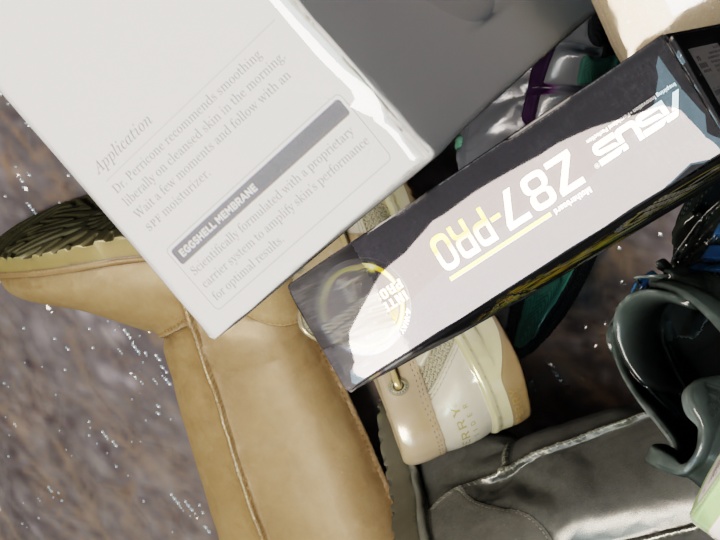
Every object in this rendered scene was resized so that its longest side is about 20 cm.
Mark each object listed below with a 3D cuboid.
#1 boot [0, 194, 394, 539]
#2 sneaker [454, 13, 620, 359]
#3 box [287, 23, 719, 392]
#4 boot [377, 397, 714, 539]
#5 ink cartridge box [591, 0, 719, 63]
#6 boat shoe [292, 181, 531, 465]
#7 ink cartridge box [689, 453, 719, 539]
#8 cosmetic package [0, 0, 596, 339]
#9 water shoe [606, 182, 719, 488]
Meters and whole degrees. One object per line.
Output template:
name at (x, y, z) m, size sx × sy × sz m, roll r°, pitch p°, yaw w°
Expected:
boot at (-0.078, 0.064, 1.122) m, size 0.174 × 0.066 × 0.201 m, roll -3°, pitch 114°, yaw 35°
sneaker at (0.064, -0.065, 1.011) m, size 0.087 × 0.074 × 0.201 m, roll 22°, pitch 108°, yaw 28°
box at (0.081, -0.031, 0.855) m, size 0.161 × 0.200 × 0.049 m, roll -31°, pitch 87°, yaw 23°
boot at (0.110, 0.067, 0.976) m, size 0.199 × 0.182 × 0.073 m, roll -28°, pitch 121°, yaw 11°
ink cartridge box at (0.158, -0.189, 0.876) m, size 0.199 × 0.075 × 0.165 m, roll -25°, pitch 91°, yaw 21°
boat shoe at (0.000, 0.000, 1.004) m, size 0.200 × 0.065 × 0.072 m, roll 57°, pitch 170°, yaw 39°
ink cartridge box at (0.220, 0.074, 0.725) m, size 0.200 × 0.048 × 0.146 m, roll 34°, pitch 121°, yaw 7°
cosmetic package at (-0.041, -0.115, 0.883) m, size 0.123 × 0.199 × 0.200 m, roll -39°, pitch 92°, yaw 32°
water shoe at (0.133, 0.012, 0.891) m, size 0.079 × 0.200 × 0.072 m, roll 20°, pitch 118°, yaw -15°
